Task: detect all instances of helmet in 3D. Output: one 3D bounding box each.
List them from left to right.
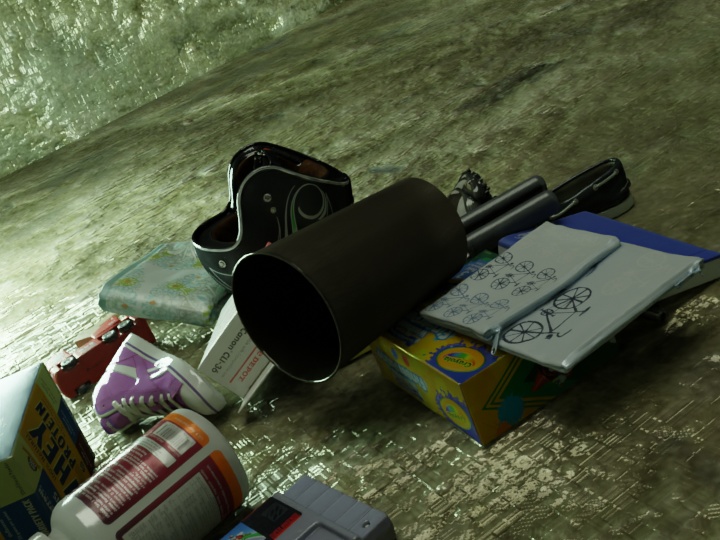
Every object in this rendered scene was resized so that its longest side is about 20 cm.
[{"bbox_3d":[-0.114,-0.054,1.306,0.198,0.193,0.200,18,15,-5],"label":"helmet"}]

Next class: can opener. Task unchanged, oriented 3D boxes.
[{"bbox_3d":[0.121,-0.049,1.100,0.199,0.067,0.054,-30,51,1],"label":"can opener"}]

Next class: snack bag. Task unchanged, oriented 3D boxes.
[{"bbox_3d":[0.179,0.018,0.911,0.188,0.022,0.199,-32,27,-23],"label":"snack bag"}]

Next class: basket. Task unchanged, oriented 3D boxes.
[{"bbox_3d":[0.000,0.000,0.978,0.199,0.137,0.180,-32,12,-30],"label":"basket"}]

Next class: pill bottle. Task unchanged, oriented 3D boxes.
[{"bbox_3d":[-0.204,0.224,0.894,0.199,0.111,0.109,-38,27,-31],"label":"pill bottle"}]

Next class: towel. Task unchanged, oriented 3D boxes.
[{"bbox_3d":[-0.244,0.013,1.393,0.169,0.049,0.200,4,26,19],"label":"towel"}]

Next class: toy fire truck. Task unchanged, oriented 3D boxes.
[{"bbox_3d":[-0.357,0.093,1.396,0.199,0.049,0.140,-36,26,-25],"label":"toy fire truck"}]

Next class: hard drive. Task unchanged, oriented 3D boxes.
[{"bbox_3d":[0.254,-0.015,1.035,0.131,0.026,0.200,-17,23,-25],"label":"hard drive"}]

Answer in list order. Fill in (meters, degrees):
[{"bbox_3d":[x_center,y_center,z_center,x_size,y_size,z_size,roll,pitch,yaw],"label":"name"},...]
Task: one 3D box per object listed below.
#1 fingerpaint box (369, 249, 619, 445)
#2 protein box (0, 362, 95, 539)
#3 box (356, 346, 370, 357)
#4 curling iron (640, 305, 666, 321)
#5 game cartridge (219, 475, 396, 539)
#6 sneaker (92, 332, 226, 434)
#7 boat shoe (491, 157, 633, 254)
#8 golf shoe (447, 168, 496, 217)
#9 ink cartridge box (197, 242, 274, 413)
[{"bbox_3d":[0.120,0.065,0.977,0.166,0.074,0.200,-30,24,-16],"label":"fingerpaint box"},{"bbox_3d":[-0.400,0.229,1.032,0.197,0.136,0.200,-23,23,0],"label":"protein box"},{"bbox_3d":[0.025,0.043,1.144,0.198,0.051,0.075,-26,22,-8],"label":"box"},{"bbox_3d":[0.244,0.014,1.031,0.049,0.026,0.200,-27,23,-15],"label":"curling iron"},{"bbox_3d":[-0.081,0.252,0.819,0.199,0.039,0.129,-37,31,-29],"label":"game cartridge"},{"bbox_3d":[-0.240,0.154,1.156,0.199,0.073,0.115,15,63,48],"label":"sneaker"},{"bbox_3d":[0.227,-0.072,1.190,0.198,0.061,0.076,-26,23,-7],"label":"boat shoe"},{"bbox_3d":[0.127,-0.071,1.236,0.094,0.078,0.200,-42,-4,9],"label":"golf shoe"},{"bbox_3d":[-0.121,0.062,1.144,0.117,0.067,0.200,-54,12,19],"label":"ink cartridge box"}]
